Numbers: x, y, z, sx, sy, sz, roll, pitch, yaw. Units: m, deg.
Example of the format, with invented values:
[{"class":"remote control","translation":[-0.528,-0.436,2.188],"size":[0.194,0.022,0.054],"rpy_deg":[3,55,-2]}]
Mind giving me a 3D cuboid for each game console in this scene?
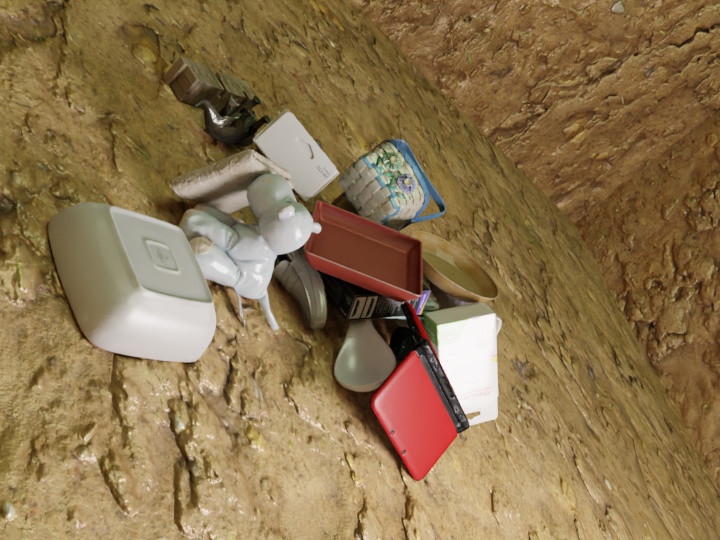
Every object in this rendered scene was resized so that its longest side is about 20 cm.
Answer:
[{"class":"game console","translation":[0.079,0.184,1.361],"size":[0.202,0.117,0.173],"rpy_deg":[62,3,-35]}]

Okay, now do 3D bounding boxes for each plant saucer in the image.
[{"class":"plant saucer","translation":[0.165,0.000,1.627],"size":[0.198,0.036,0.201],"rpy_deg":[29,22,-13]},{"class":"plant saucer","translation":[0.004,-0.027,1.436],"size":[0.197,0.037,0.200],"rpy_deg":[22,27,-7]}]

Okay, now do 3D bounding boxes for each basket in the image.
[{"class":"basket","translation":[0.070,-0.164,1.727],"size":[0.199,0.139,0.178],"rpy_deg":[-24,78,-51]}]

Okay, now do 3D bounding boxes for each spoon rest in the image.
[{"class":"spoon rest","translation":[0.004,0.125,1.400],"size":[0.201,0.098,0.062],"rpy_deg":[-98,176,-64]}]

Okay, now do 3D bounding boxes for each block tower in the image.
[{"class":"block tower","translation":[-0.271,-0.331,1.621],"size":[0.058,0.054,0.199],"rpy_deg":[57,22,19]}]

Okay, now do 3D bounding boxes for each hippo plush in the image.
[{"class":"hippo plush","translation":[-0.153,-0.051,1.249],"size":[0.158,0.160,0.202],"rpy_deg":[16,39,-56]}]

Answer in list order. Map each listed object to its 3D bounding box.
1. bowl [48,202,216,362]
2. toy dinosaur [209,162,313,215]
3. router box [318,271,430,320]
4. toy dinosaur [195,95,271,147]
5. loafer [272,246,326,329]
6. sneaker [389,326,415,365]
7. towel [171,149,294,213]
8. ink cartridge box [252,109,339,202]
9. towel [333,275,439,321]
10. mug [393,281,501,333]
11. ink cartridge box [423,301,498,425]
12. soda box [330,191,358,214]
[{"class":"bowl","translation":[-0.261,0.004,1.063],"size":[0.199,0.074,0.202],"rpy_deg":[20,35,-55]},{"class":"toy dinosaur","translation":[-0.152,-0.140,1.517],"size":[0.198,0.061,0.106],"rpy_deg":[29,-12,11]},{"class":"router box","translation":[0.000,0.000,1.493],"size":[0.155,0.053,0.200],"rpy_deg":[-2,36,-34]},{"class":"toy dinosaur","translation":[-0.224,-0.257,1.555],"size":[0.077,0.102,0.199],"rpy_deg":[54,27,8]},{"class":"loafer","translation":[-0.107,0.005,1.406],"size":[0.069,0.070,0.202],"rpy_deg":[-9,60,-25]},{"class":"sneaker","translation":[0.061,0.148,1.486],"size":[0.112,0.073,0.202],"rpy_deg":[39,25,-33]},{"class":"towel","translation":[-0.185,-0.132,1.320],"size":[0.200,0.131,0.035],"rpy_deg":[24,46,-76]},{"class":"ink cartridge box","translation":[-0.117,-0.201,1.594],"size":[0.146,0.083,0.200],"rpy_deg":[49,-1,-6]},{"class":"towel","translation":[0.033,0.018,1.589],"size":[0.197,0.049,0.172],"rpy_deg":[9,34,-19]},{"class":"mug","translation":[0.142,0.089,1.670],"size":[0.198,0.149,0.176],"rpy_deg":[-11,50,-49]},{"class":"ink cartridge box","translation":[0.178,0.169,1.557],"size":[0.067,0.115,0.204],"rpy_deg":[-141,-136,-65]},{"class":"soda box","translation":[0.024,-0.074,1.785],"size":[0.200,0.067,0.064],"rpy_deg":[47,22,-12]}]
